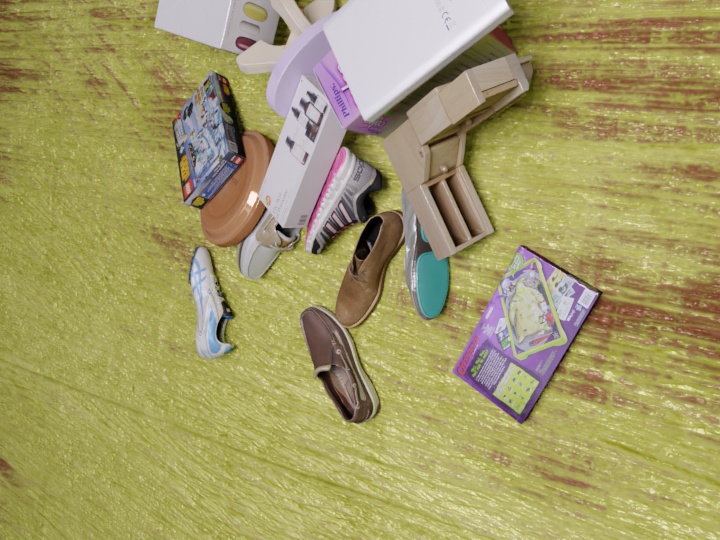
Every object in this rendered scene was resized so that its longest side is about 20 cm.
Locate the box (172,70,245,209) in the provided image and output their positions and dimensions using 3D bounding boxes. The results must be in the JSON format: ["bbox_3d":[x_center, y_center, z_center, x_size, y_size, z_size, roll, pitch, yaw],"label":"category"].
[{"bbox_3d":[-0.267,-0.227,1.083,0.136,0.039,0.203,-39,53,30],"label":"box"}]

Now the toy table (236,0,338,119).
[{"bbox_3d":[-0.082,-0.327,0.916,0.117,0.199,0.185,43,154,26],"label":"toy table"}]

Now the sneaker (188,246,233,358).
[{"bbox_3d":[-0.269,0.056,1.134,0.071,0.072,0.204,-9,80,-1],"label":"sneaker"}]

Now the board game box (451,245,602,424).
[{"bbox_3d":[0.215,0.084,0.826,0.119,0.032,0.203,33,110,23],"label":"board game box"}]

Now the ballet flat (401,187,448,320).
[{"bbox_3d":[0.089,-0.033,0.892,0.063,0.066,0.205,5,96,60],"label":"ballet flat"}]

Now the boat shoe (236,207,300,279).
[{"bbox_3d":[-0.140,-0.064,1.025,0.068,0.074,0.202,40,113,31],"label":"boat shoe"}]

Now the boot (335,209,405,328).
[{"bbox_3d":[0.000,0.000,0.937,0.073,0.075,0.203,35,113,25],"label":"boot"}]

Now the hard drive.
[{"bbox_3d":[0.057,-0.279,0.696,0.198,0.027,0.134,-31,78,31],"label":"hard drive"}]

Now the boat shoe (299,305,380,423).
[{"bbox_3d":[-0.043,0.143,0.974,0.075,0.074,0.204,-44,70,27],"label":"boat shoe"}]

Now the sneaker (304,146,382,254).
[{"bbox_3d":[-0.025,-0.090,0.946,0.075,0.086,0.201,-87,19,-45],"label":"sneaker"}]

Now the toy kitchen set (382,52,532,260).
[{"bbox_3d":[0.166,-0.147,0.781,0.183,0.161,0.199,64,153,-1],"label":"toy kitchen set"}]

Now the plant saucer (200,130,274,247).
[{"bbox_3d":[-0.214,-0.140,1.051,0.198,0.032,0.205,-20,61,41],"label":"plant saucer"}]

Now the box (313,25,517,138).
[{"bbox_3d":[0.073,-0.271,0.808,0.199,0.175,0.098,-36,75,30],"label":"box"}]

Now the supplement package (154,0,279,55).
[{"bbox_3d":[-0.202,-0.441,0.944,0.154,0.110,0.204,25,107,27],"label":"supplement package"}]

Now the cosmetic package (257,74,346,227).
[{"bbox_3d":[-0.083,-0.168,0.904,0.083,0.050,0.202,48,126,34],"label":"cosmetic package"}]
